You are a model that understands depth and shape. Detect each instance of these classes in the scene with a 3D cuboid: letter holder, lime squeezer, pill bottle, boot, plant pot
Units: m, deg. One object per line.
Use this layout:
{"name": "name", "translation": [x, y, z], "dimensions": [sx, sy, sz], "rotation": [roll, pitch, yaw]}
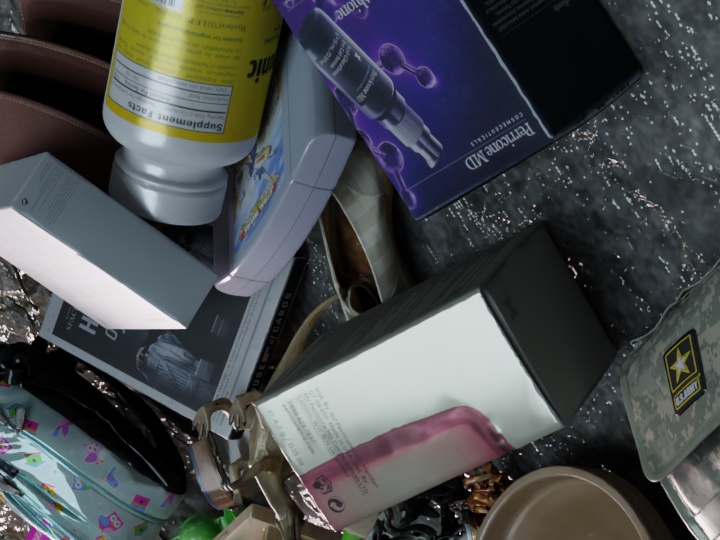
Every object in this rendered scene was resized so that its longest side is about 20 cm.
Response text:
{"name": "letter holder", "translation": [-0.212, -0.129, 1.687], "dimensions": [0.199, 0.100, 0.143], "rotation": [20, 128, 33]}
{"name": "lime squeezer", "translation": [-0.131, 0.225, 1.873], "dimensions": [0.199, 0.071, 0.038], "rotation": [-21, 103, 41]}
{"name": "pill bottle", "translation": [-0.116, -0.139, 1.539], "dimensions": [0.111, 0.111, 0.201], "rotation": [26, 115, 28]}
{"name": "boot", "translation": [-0.098, 0.081, 1.770], "dimensions": [0.096, 0.075, 0.201], "rotation": [-17, 94, 21]}
{"name": "plant pot", "translation": [0.169, 0.236, 1.555], "dimensions": [0.200, 0.092, 0.203], "rotation": [-6, 82, 51]}

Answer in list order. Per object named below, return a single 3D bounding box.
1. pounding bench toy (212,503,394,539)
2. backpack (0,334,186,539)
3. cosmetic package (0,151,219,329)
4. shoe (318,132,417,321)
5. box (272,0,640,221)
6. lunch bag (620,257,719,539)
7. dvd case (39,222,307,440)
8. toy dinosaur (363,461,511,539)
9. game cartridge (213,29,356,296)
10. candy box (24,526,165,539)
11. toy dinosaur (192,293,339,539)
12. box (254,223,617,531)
{"name": "pounding bench toy", "translation": [-0.050, 0.277, 1.740], "dimensions": [0.124, 0.157, 0.200], "rotation": [22, 143, -18]}
{"name": "backpack", "translation": [-0.241, 0.153, 1.857], "dimensions": [0.200, 0.167, 0.127], "rotation": [38, 99, 4]}
{"name": "cosmetic package", "translation": [-0.202, -0.017, 1.611], "dimensions": [0.151, 0.052, 0.200], "rotation": [38, 165, -18]}
{"name": "shoe", "translation": [0.000, 0.000, 1.608], "dimensions": [0.070, 0.053, 0.201], "rotation": [11, 124, 38]}
{"name": "box", "translation": [0.053, -0.157, 1.408], "dimensions": [0.201, 0.104, 0.148], "rotation": [56, 139, -2]}
{"name": "lunch bag", "translation": [0.256, 0.090, 1.381], "dimensions": [0.200, 0.117, 0.164], "rotation": [51, 141, 12]}
{"name": "dvd case", "translation": [-0.147, 0.021, 1.729], "dimensions": [0.199, 0.025, 0.151], "rotation": [25, 100, 27]}
{"name": "toy dinosaur", "translation": [0.080, 0.191, 1.661], "dimensions": [0.135, 0.102, 0.202], "rotation": [7, 104, 23]}
{"name": "game cartridge", "translation": [-0.057, -0.075, 1.564], "dimensions": [0.041, 0.134, 0.200], "rotation": [15, 142, -18]}
{"name": "candy box", "translation": [-0.212, 0.289, 2.010], "dimensions": [0.200, 0.061, 0.137], "rotation": [44, 138, 11]}
{"name": "toy dinosaur", "translation": [-0.069, 0.108, 1.674], "dimensions": [0.058, 0.101, 0.202], "rotation": [16, 102, 44]}
{"name": "box", "translation": [0.051, 0.072, 1.511], "dimensions": [0.199, 0.128, 0.109], "rotation": [-27, 98, 31]}
